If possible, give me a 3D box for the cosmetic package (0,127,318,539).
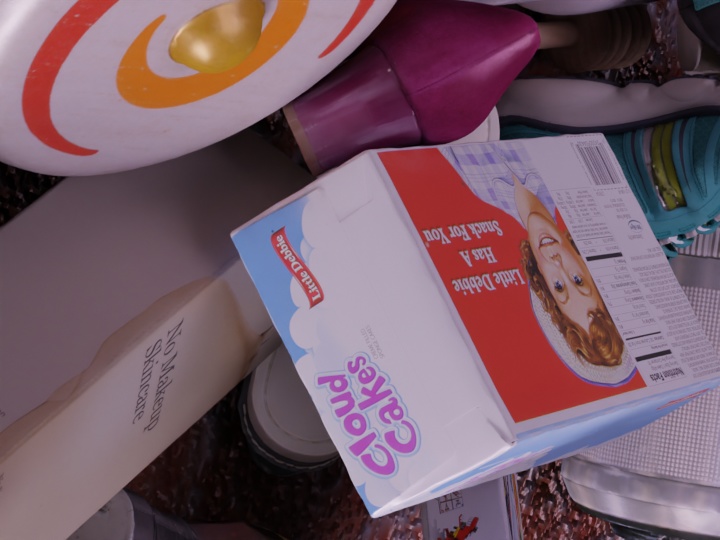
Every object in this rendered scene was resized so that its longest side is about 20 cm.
[{"bbox_3d":[-0.107,0.032,0.972,0.200,0.073,0.104,-41,160,-35],"label":"cosmetic package"}]

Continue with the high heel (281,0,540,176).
[{"bbox_3d":[0.019,-0.085,1.041,0.200,0.096,0.067,-81,147,-82],"label":"high heel"}]

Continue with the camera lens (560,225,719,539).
[{"bbox_3d":[0.185,0.034,1.279,0.160,0.160,0.200,5,94,-50],"label":"camera lens"}]

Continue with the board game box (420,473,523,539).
[{"bbox_3d":[0.047,0.116,1.064,0.126,0.035,0.200,77,7,-48],"label":"board game box"}]

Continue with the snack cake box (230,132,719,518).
[{"bbox_3d":[0.050,0.015,0.997,0.200,0.067,0.115,-8,70,-61],"label":"snack cake box"}]

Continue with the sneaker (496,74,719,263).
[{"bbox_3d":[0.141,-0.040,1.179,0.077,0.200,0.080,22,73,-52],"label":"sneaker"}]

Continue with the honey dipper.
[{"bbox_3d":[0.068,-0.104,1.189,0.200,0.038,0.038,-10,105,-57],"label":"honey dipper"}]

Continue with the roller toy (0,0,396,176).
[{"bbox_3d":[-0.074,-0.123,0.903,0.182,0.140,0.200,-24,158,-15],"label":"roller toy"}]

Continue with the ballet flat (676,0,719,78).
[{"bbox_3d":[0.178,-0.104,1.213,0.200,0.068,0.068,42,34,-69],"label":"ballet flat"}]

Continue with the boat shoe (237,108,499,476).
[{"bbox_3d":[0.000,0.000,1.148,0.062,0.073,0.200,118,-4,-63],"label":"boat shoe"}]

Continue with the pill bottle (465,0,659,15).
[{"bbox_3d":[0.112,-0.172,1.187,0.200,0.113,0.113,-15,108,-48],"label":"pill bottle"}]

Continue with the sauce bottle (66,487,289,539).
[{"bbox_3d":[-0.046,0.135,1.101,0.200,0.066,0.066,37,69,-47],"label":"sauce bottle"}]
